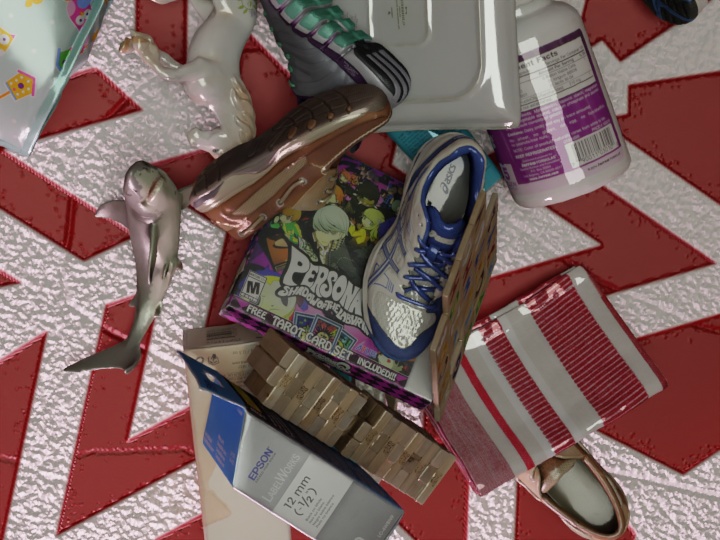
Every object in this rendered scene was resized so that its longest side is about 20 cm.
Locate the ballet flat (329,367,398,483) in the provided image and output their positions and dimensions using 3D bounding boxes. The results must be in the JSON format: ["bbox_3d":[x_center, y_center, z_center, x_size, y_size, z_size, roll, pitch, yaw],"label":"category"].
[{"bbox_3d":[0.003,0.148,1.563,0.072,0.072,0.200,5,99,-7],"label":"ballet flat"}]

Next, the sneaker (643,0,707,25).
[{"bbox_3d":[0.249,-0.315,1.517,0.077,0.076,0.200,-41,102,-22],"label":"sneaker"}]

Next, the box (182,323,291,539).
[{"bbox_3d":[-0.109,0.153,1.535,0.078,0.095,0.200,-6,99,-5],"label":"box"}]

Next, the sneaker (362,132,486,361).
[{"bbox_3d":[0.053,-0.021,1.444,0.075,0.088,0.200,14,90,-9],"label":"sneaker"}]

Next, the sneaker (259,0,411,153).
[{"bbox_3d":[-0.052,-0.192,1.460,0.200,0.074,0.088,47,119,13],"label":"sneaker"}]

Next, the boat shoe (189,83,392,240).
[{"bbox_3d":[-0.050,-0.088,1.434,0.200,0.076,0.072,-27,114,30],"label":"boat shoe"}]

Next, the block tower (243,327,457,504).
[{"bbox_3d":[-0.011,0.126,1.475,0.200,0.058,0.054,36,92,-28],"label":"block tower"}]

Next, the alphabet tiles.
[{"bbox_3d":[0.089,0.019,1.459,0.008,0.200,0.167,17,67,11],"label":"alphabet tiles"}]

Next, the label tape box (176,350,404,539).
[{"bbox_3d":[-0.075,0.154,1.417,0.200,0.143,0.066,33,89,-17],"label":"label tape box"}]

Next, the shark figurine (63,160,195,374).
[{"bbox_3d":[-0.203,-0.016,1.518,0.089,0.128,0.215,19,116,16],"label":"shark figurine"}]

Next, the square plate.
[{"bbox_3d":[0.037,-0.217,1.467,0.198,0.028,0.200,0,96,26],"label":"square plate"}]

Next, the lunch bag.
[{"bbox_3d":[-0.306,-0.214,1.439,0.170,0.122,0.200,27,90,-11],"label":"lunch bag"}]

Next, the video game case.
[{"bbox_3d":[0.000,0.000,1.511,0.200,0.036,0.181,26,66,-10],"label":"video game case"}]

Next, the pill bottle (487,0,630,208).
[{"bbox_3d":[0.153,-0.165,1.502,0.112,0.112,0.200,-22,101,-2],"label":"pill bottle"}]

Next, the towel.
[{"bbox_3d":[0.154,0.095,1.543,0.200,0.023,0.144,-29,67,-9],"label":"towel"}]

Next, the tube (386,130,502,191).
[{"bbox_3d":[0.044,-0.143,1.527,0.077,0.050,0.200,-40,93,2],"label":"tube"}]

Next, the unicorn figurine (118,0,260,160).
[{"bbox_3d":[-0.135,-0.182,1.474,0.137,0.074,0.200,26,83,-22],"label":"unicorn figurine"}]

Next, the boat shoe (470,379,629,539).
[{"bbox_3d":[0.171,0.170,1.568,0.200,0.072,0.076,41,92,-4],"label":"boat shoe"}]
